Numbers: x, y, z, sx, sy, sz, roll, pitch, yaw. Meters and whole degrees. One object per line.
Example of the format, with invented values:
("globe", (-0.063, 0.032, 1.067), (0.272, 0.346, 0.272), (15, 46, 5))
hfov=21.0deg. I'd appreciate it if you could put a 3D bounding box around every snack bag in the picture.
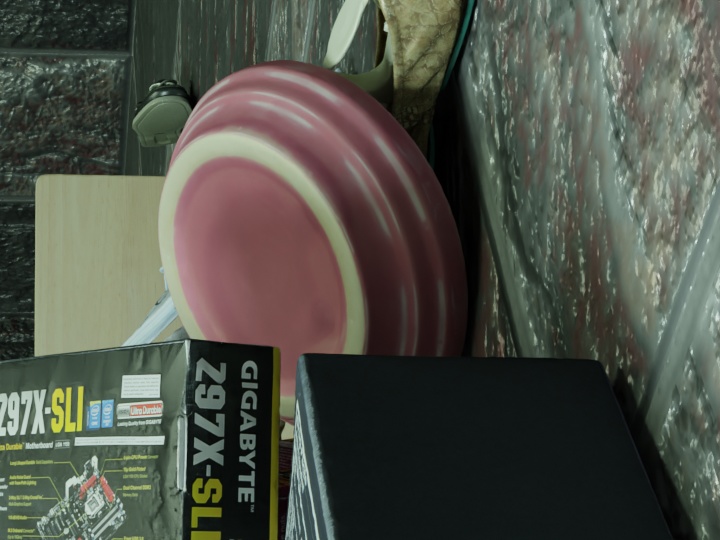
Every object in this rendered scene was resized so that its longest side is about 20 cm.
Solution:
("snack bag", (-0.092, -0.026, 1.259), (0.200, 0.021, 0.189), (-56, 9, -31))

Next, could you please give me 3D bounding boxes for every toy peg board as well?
("toy peg board", (-0.141, 0.028, 1.490), (0.098, 0.199, 0.200), (-17, -72, -85))

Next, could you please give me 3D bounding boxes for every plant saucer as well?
("plant saucer", (-0.035, -0.004, 0.978), (0.200, 0.051, 0.201), (21, 122, 39))

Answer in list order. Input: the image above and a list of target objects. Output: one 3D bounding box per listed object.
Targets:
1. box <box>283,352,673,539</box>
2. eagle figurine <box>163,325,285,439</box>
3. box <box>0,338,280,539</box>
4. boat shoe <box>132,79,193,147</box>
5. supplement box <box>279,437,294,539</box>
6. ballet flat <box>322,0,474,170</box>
("box", (0.037, 0.164, 0.670), (0.200, 0.123, 0.199), (-104, 17, -56))
("eagle figurine", (-0.078, 0.054, 1.304), (0.200, 0.151, 0.151), (-116, 8, -57))
("box", (-0.109, 0.114, 0.786), (0.200, 0.049, 0.160), (-10, 76, 50))
("boat shoe", (-0.238, -0.196, 2.303), (0.200, 0.072, 0.068), (141, 124, -79))
("supplement box", (-0.066, 0.144, 0.931), (0.131, 0.200, 0.103), (7, 97, 50))
("ballet flat", (0.011, -0.088, 0.980), (0.071, 0.065, 0.200), (-104, 17, -50))
